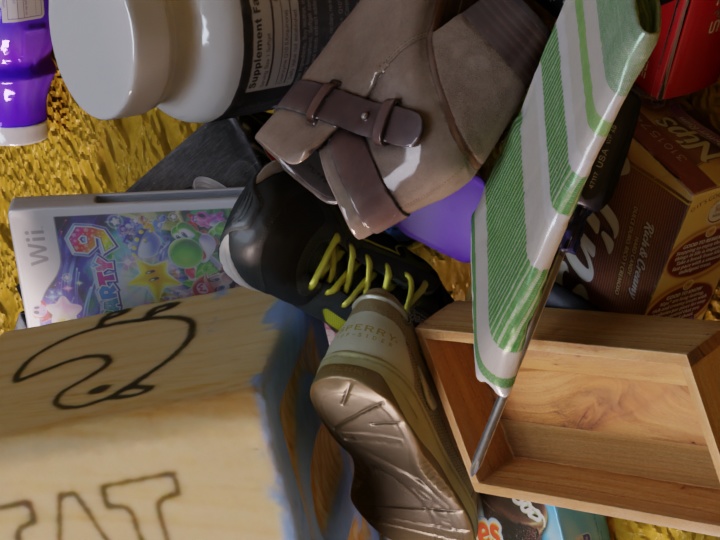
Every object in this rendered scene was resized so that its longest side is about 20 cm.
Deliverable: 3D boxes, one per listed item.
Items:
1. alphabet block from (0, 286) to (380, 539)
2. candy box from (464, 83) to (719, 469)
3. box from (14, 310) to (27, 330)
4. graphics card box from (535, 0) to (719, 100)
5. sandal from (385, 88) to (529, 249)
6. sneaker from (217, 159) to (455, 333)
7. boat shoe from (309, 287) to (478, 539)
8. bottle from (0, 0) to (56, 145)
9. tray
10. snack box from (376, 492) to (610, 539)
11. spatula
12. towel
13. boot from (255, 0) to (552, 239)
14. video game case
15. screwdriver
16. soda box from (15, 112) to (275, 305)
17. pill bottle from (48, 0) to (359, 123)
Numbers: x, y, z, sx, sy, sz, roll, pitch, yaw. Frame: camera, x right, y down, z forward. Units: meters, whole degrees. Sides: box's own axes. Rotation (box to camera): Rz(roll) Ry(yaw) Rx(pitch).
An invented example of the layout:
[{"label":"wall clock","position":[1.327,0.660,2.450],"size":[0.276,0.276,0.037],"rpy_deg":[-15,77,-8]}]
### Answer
[{"label":"alphabet block","position":[-0.111,0.138,1.346],"size":[0.196,0.198,0.198],"rpy_deg":[-70,-32,-71]},{"label":"candy box","position":[0.123,-0.003,1.232],"size":[0.117,0.056,0.201],"rpy_deg":[48,139,32]},{"label":"box","position":[-0.145,0.121,1.594],"size":[0.201,0.131,0.115],"rpy_deg":[60,149,22]},{"label":"graphics card box","position":[0.115,-0.190,1.181],"size":[0.200,0.051,0.126],"rpy_deg":[43,135,38]},{"label":"sandal","position":[0.023,-0.073,1.327],"size":[0.080,0.087,0.200],"rpy_deg":[58,144,21]},{"label":"sneaker","position":[0.000,0.000,1.286],"size":[0.084,0.200,0.075],"rpy_deg":[27,89,34]},{"label":"boat shoe","position":[0.026,0.089,1.294],"size":[0.073,0.063,0.201],"rpy_deg":[6,148,25]},{"label":"bottle","position":[-0.254,-0.192,1.705],"size":[0.083,0.065,0.202],"rpy_deg":[21,119,50]},{"label":"tray","position":[0.116,0.070,1.177],"size":[0.199,0.037,0.099],"rpy_deg":[5,121,54]},{"label":"snack box","position":[0.073,0.169,1.382],"size":[0.199,0.037,0.117],"rpy_deg":[-13,90,57]},{"label":"spatula","position":[0.082,-0.001,1.222],"size":[0.200,0.020,0.057],"rpy_deg":[40,133,37]},{"label":"towel","position":[0.093,-0.059,1.104],"size":[0.153,0.023,0.201],"rpy_deg":[-86,15,-57]},{"label":"boot","position":[0.006,-0.110,1.225],"size":[0.070,0.146,0.200],"rpy_deg":[46,-177,-43]},{"label":"video game case","position":[-0.106,0.016,1.454],"size":[0.018,0.198,0.144],"rpy_deg":[-86,-8,-57]},{"label":"screwdriver","position":[0.093,0.007,1.150],"size":[0.028,0.029,0.202],"rpy_deg":[25,99,54]},{"label":"soda box","position":[-0.121,-0.016,1.498],"size":[0.200,0.063,0.071],"rpy_deg":[-39,65,23]},{"label":"pill bottle","position":[-0.065,-0.146,1.325],"size":[0.116,0.199,0.117],"rpy_deg":[25,122,50]}]
